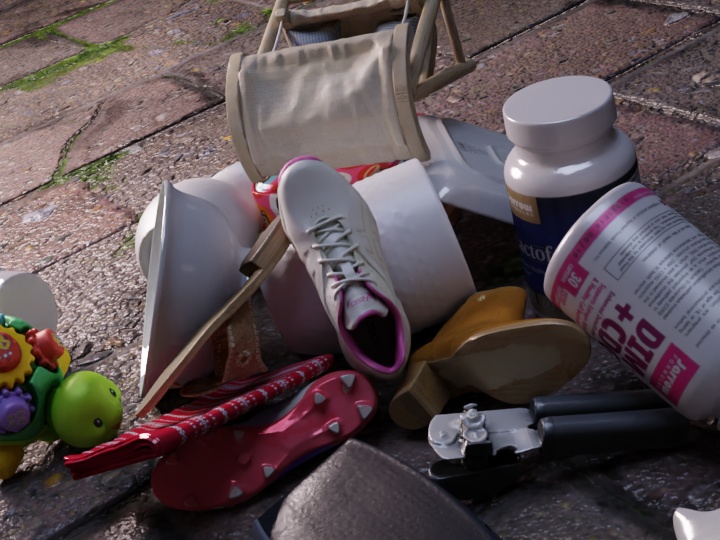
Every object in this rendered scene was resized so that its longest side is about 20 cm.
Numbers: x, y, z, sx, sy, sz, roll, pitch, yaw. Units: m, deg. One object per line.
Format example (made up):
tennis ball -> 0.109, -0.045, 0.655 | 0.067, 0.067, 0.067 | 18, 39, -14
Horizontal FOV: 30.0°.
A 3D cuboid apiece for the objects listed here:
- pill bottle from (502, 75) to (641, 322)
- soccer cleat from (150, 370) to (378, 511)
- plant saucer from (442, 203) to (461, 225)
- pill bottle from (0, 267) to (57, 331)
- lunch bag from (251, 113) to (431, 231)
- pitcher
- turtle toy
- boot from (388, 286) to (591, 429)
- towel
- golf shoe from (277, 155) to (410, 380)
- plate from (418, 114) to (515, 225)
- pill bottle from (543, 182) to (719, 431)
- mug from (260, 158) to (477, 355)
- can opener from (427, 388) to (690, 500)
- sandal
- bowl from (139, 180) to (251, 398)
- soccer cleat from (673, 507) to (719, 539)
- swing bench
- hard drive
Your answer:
pill bottle -> 0.188, -0.059, 1.170 | 0.115, 0.201, 0.116 | -12, 27, 7
soccer cleat -> -0.076, 0.142, 1.107 | 0.199, 0.067, 0.076 | -27, -7, -5
plant saucer -> 0.010, -0.063, 1.456 | 0.199, 0.032, 0.201 | -13, 28, 7
pill bottle -> -0.415, 0.047, 1.369 | 0.199, 0.114, 0.113 | 2, 32, 30
lunch bag -> 0.002, -0.100, 1.404 | 0.175, 0.082, 0.200 | 5, 34, 33
pitcher -> -0.181, -0.034, 1.431 | 0.171, 0.122, 0.200 | -27, 12, 22
turtle toy -> -0.308, 0.103, 1.203 | 0.199, 0.101, 0.146 | 25, 52, -8
boot -> 0.116, 0.051, 1.096 | 0.201, 0.071, 0.144 | -27, 16, 37
towel -> -0.132, 0.118, 1.107 | 0.200, 0.023, 0.144 | -24, 3, -44
golf shoe -> -0.007, -0.001, 1.101 | 0.075, 0.201, 0.092 | -27, 10, -2
plate -> 0.148, -0.095, 1.324 | 0.199, 0.032, 0.200 | 15, 25, -17
pill bottle -> 0.242, 0.037, 0.988 | 0.113, 0.114, 0.200 | -33, 62, -30
mug -> 0.000, 0.000, 1.249 | 0.175, 0.148, 0.200 | -23, -3, 0
can opener -> 0.146, 0.126, 1.015 | 0.199, 0.067, 0.053 | -8, 32, -3
sandal -> -0.099, 0.055, 1.137 | 0.212, 0.070, 0.078 | -55, 10, -12
bowl -> -0.151, 0.021, 1.247 | 0.090, 0.202, 0.201 | 6, 25, -12
soccer cleat -> 0.300, 0.151, 0.874 | 0.199, 0.069, 0.085 | -23, 32, -4
swing bench -> -0.012, -0.198, 1.346 | 0.198, 0.130, 0.200 | -5, 33, 26
hard drive -> 0.011, 0.195, 0.948 | 0.135, 0.042, 0.200 | -39, 34, -16
